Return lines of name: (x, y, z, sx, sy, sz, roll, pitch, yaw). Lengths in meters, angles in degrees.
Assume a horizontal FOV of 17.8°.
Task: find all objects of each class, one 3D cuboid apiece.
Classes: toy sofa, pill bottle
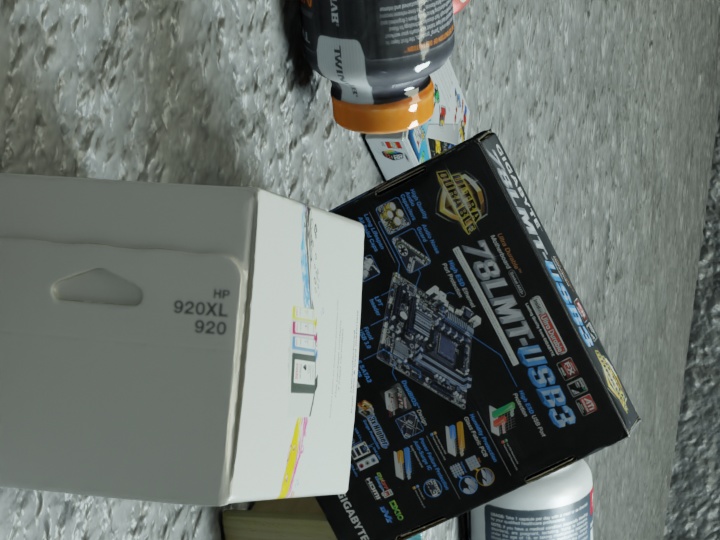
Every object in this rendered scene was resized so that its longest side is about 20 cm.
toy sofa: (-0.022, 0.160, 1.534, 0.200, 0.082, 0.098, -57, 146, -62)
pill bottle: (0.159, 0.227, 2.151, 0.120, 0.119, 0.201, -51, 141, -66)
pill bottle: (0.010, -0.195, 1.543, 0.106, 0.106, 0.201, -59, 148, -61)

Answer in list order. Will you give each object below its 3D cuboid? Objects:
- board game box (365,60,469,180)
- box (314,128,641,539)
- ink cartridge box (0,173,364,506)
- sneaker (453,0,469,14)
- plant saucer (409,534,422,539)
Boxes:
board game box: (0.048, -0.117, 1.837, 0.200, 0.034, 0.127, 61, 34, -63)
box: (0.036, 0.047, 1.379, 0.201, 0.198, 0.050, 62, 18, -3)
ink cartridge box: (-0.095, 0.036, 1.114, 0.200, 0.146, 0.146, 16, 78, -74)
sneaker: (0.041, -0.295, 1.740, 0.116, 0.078, 0.201, 54, 28, -54)
plant saucer: (0.017, 0.254, 1.825, 0.200, 0.019, 0.070, -67, 155, -50)
